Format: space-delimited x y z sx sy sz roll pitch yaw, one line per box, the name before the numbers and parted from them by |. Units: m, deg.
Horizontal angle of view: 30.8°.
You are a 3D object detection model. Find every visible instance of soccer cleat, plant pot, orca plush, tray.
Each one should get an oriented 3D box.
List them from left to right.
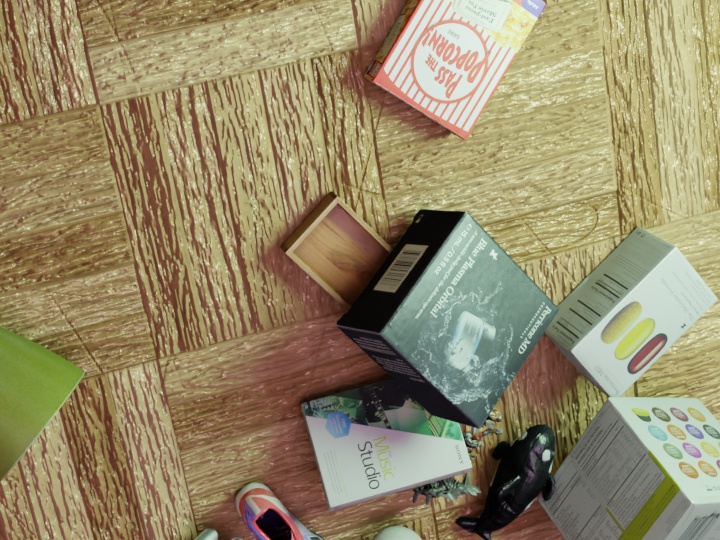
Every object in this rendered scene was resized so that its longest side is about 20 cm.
plant pot | -0.461 0.132 1.536 0.200 0.187 0.187 39 92 -9
soccer cleat | -0.093 0.370 1.764 0.068 0.073 0.200 -41 114 -3
tray | 0.000 0.000 1.702 0.099 0.037 0.200 -47 113 1
orca plush | 0.196 0.298 1.816 0.200 0.106 0.071 -46 156 28

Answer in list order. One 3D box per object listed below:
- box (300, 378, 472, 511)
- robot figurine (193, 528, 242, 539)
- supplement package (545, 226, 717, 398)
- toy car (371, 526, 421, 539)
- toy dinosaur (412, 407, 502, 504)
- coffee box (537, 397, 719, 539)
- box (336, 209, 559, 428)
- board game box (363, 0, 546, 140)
box | 0.034 0.221 1.732 0.198 0.036 0.145 -14 73 -10
robot figurine | -0.205 0.447 1.730 0.168 0.113 0.202 17 103 17
supplement package | 0.365 0.059 1.795 0.200 0.110 0.114 -45 113 0
toy car | 0.037 0.466 1.801 0.149 0.176 0.200 -17 131 29
toy dinosaur | 0.102 0.244 1.792 0.198 0.102 0.137 -12 88 2
coffee box | 0.405 0.310 1.787 0.199 0.198 0.201 5 125 -38
box | 0.114 0.059 1.667 0.200 0.117 0.197 44 73 -25
board game box | 0.119 -0.289 1.645 0.151 0.046 0.201 28 97 -23
